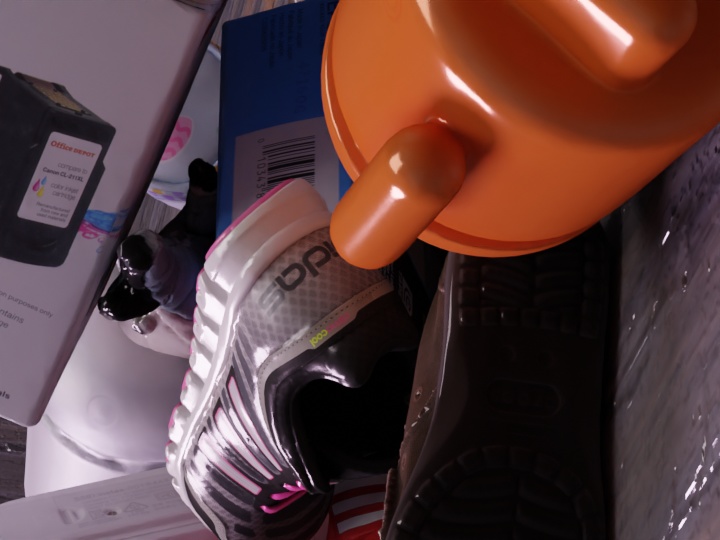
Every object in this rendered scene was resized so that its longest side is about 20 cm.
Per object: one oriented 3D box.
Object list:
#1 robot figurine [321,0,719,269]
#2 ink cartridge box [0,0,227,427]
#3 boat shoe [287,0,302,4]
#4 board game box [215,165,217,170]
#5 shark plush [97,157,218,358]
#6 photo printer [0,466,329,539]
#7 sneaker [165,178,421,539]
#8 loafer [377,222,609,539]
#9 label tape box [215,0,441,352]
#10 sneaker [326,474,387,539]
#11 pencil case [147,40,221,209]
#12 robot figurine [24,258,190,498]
[{"bbox_3d":[0.054,-0.072,0.657,0.200,0.116,0.145,132,142,-69],"label":"robot figurine"},{"bbox_3d":[-0.123,-0.061,0.909,0.146,0.083,0.201,-75,10,-66],"label":"ink cartridge box"},{"bbox_3d":[-0.004,-0.150,1.116,0.060,0.071,0.201,-101,18,-59],"label":"boat shoe"},{"bbox_3d":[-0.053,0.050,1.146,0.154,0.040,0.200,66,159,16],"label":"board game box"},{"bbox_3d":[-0.080,-0.010,0.903,0.200,0.091,0.084,12,-84,-71],"label":"shark plush"},{"bbox_3d":[-0.084,0.190,0.989,0.069,0.166,0.201,-137,40,-61],"label":"photo printer"},{"bbox_3d":[-0.020,0.060,0.829,0.087,0.074,0.200,44,146,27],"label":"sneaker"},{"bbox_3d":[0.046,0.073,0.738,0.071,0.073,0.201,115,169,-70],"label":"loafer"},{"bbox_3d":[0.000,0.000,0.955,0.200,0.066,0.144,60,-158,-48],"label":"label tape box"},{"bbox_3d":[-0.001,0.162,0.928,0.116,0.078,0.200,-83,19,-49],"label":"sneaker"},{"bbox_3d":[-0.073,-0.072,1.197,0.200,0.083,0.091,20,-117,-75],"label":"pencil case"},{"bbox_3d":[-0.109,0.075,1.084,0.113,0.169,0.200,-41,-23,-36],"label":"robot figurine"}]
